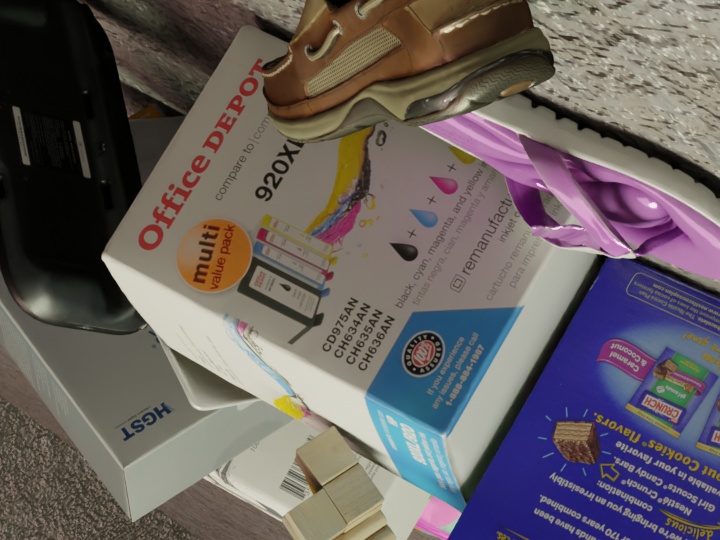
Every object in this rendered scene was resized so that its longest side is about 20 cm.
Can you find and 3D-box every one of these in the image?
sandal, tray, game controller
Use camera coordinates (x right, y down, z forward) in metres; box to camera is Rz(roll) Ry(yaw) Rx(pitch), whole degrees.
[{"bbox_3d":[0.088,-0.035,1.024,0.202,0.050,0.082,29,167,20],"label":"sandal"},{"bbox_3d":[-0.096,-0.004,1.283,0.107,0.022,0.200,-6,-123,-41],"label":"tray"},{"bbox_3d":[-0.162,-0.062,1.205,0.104,0.200,0.042,6,152,-42],"label":"game controller"}]

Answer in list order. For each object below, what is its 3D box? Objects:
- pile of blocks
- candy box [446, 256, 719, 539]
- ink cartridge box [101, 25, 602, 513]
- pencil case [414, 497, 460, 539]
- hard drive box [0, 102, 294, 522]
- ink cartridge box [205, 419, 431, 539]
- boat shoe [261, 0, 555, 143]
[{"bbox_3d":[-0.006,0.172,1.177,0.082,0.062,0.200,30,148,59],"label":"pile of blocks"},{"bbox_3d":[0.151,0.117,1.110,0.169,0.200,0.077,26,166,24],"label":"candy box"},{"bbox_3d":[0.000,0.000,1.142,0.200,0.147,0.145,27,166,18],"label":"ink cartridge box"},{"bbox_3d":[0.060,0.170,1.780,0.200,0.088,0.088,27,166,24],"label":"pencil case"},{"bbox_3d":[-0.128,0.022,1.344,0.200,0.156,0.077,49,160,23],"label":"hard drive box"},{"bbox_3d":[-0.038,0.105,1.621,0.200,0.146,0.084,26,167,23],"label":"ink cartridge box"},{"bbox_3d":[0.012,-0.101,0.939,0.200,0.076,0.074,-3,111,63],"label":"boat shoe"}]
